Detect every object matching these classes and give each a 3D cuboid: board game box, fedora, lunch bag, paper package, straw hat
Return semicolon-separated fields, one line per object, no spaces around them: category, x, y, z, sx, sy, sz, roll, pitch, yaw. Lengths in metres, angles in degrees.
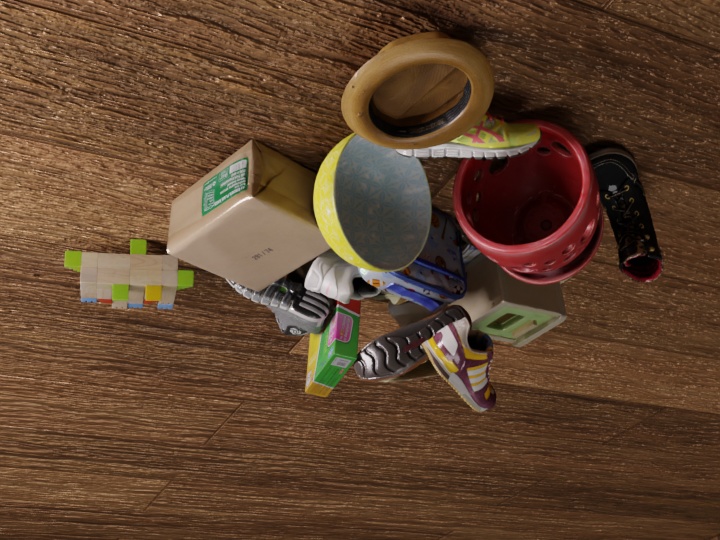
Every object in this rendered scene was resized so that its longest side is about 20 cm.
board game box;-0.043;0.087;1.711;0.040;0.202;0.153;14;145;-15
fedora;0.070;-0.238;1.292;0.198;0.083;0.202;-4;146;-2
lunch bag;0.083;-0.026;1.583;0.198;0.162;0.075;20;142;-36
paper package;-0.156;-0.073;1.519;0.199;0.105;0.190;-28;143;35
straw hat;0.111;0.125;1.722;0.198;0.086;0.201;-10;180;0

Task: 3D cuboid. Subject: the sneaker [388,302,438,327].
sneaker;0.105;0.104;1.821;0.077;0.101;0.200;0;164;28

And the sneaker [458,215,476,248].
sneaker;0.260;-0.070;1.627;0.198;0.090;0.067;12;146;33

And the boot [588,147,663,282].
boot;0.400;-0.082;1.550;0.072;0.152;0.200;-17;148;20

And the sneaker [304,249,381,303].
sneaker;0.000;0.000;1.598;0.099;0.200;0.078;35;131;14

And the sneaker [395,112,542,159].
sneaker;0.146;-0.197;1.377;0.197;0.092;0.078;0;-168;-3

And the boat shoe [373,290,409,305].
boat shoe;0.057;0.014;1.703;0.072;0.066;0.200;-21;-174;-13

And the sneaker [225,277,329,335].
sneaker;-0.146;0.052;1.690;0.198;0.075;0.116;29;148;11

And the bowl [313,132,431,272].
bowl;-0.002;-0.093;1.449;0.107;0.203;0.199;-9;156;45

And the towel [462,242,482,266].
towel;0.203;0.000;1.787;0.145;0.024;0.200;8;149;-26

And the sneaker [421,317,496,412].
sneaker;0.177;0.146;1.578;0.090;0.075;0.200;-37;137;10

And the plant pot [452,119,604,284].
plant pot;0.249;-0.090;1.477;0.198;0.203;0.182;-16;158;18

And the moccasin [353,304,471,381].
moccasin;0.082;0.116;1.622;0.200;0.074;0.078;-33;165;4

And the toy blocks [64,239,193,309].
toy blocks;-0.376;0.020;1.667;0.197;0.101;0.137;2;160;-14

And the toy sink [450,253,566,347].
toy sink;0.268;0.052;1.754;0.198;0.113;0.130;12;148;-33

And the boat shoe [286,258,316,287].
boat shoe;-0.068;-0.018;1.673;0.064;0.072;0.201;-24;156;-30
